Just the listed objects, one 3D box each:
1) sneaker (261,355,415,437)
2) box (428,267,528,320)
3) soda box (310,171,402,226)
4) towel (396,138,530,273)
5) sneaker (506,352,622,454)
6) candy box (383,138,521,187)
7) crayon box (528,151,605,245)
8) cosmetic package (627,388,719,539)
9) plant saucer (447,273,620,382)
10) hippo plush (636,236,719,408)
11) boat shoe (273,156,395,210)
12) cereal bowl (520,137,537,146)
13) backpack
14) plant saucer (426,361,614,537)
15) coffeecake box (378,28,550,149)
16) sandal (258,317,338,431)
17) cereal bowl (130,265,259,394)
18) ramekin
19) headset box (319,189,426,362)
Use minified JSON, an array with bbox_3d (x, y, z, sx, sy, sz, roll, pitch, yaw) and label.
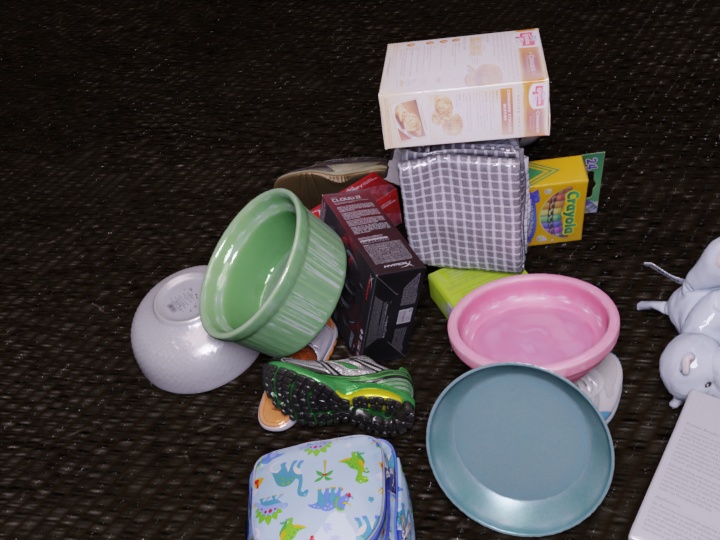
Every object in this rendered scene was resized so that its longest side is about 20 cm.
[{"bbox_3d":[-0.028,0.145,1.013,0.195,0.079,0.086,13,36,0],"label":"sneaker"},{"bbox_3d":[0.185,0.057,1.073,0.120,0.048,0.201,-23,45,-11],"label":"box"},{"bbox_3d":[-0.033,-0.064,1.225,0.198,0.071,0.063,-33,45,-20],"label":"soda box"},{"bbox_3d":[0.134,-0.086,1.052,0.161,0.203,0.087,6,47,20],"label":"towel"},{"bbox_3d":[0.237,0.153,0.943,0.199,0.082,0.076,-37,48,-25],"label":"sneaker"},{"bbox_3d":[0.138,-0.183,1.182,0.165,0.202,0.072,26,52,6],"label":"candy box"},{"bbox_3d":[0.245,-0.094,1.151,0.194,0.127,0.053,-7,52,5],"label":"crayon box"},{"bbox_3d":[0.355,0.233,0.845,0.100,0.072,0.201,20,53,29],"label":"cosmetic package"},{"bbox_3d":[0.201,0.075,0.954,0.195,0.052,0.202,-9,28,5],"label":"plant saucer"},{"bbox_3d":[0.405,0.067,0.937,0.196,0.162,0.162,16,49,25],"label":"hippo plush"},{"bbox_3d":[-0.040,-0.142,1.313,0.194,0.075,0.065,-2,33,5],"label":"boat shoe"},{"bbox_3d":[0.194,-0.231,1.289,0.194,0.086,0.200,7,10,-1],"label":"cereal bowl"},{"bbox_3d":[-0.034,0.279,0.830,0.178,0.149,0.203,-11,47,4],"label":"backpack"},{"bbox_3d":[0.168,0.184,0.865,0.195,0.205,0.036,6,20,18],"label":"plant saucer"},{"bbox_3d":[0.127,-0.225,1.002,0.194,0.074,0.155,-3,36,10],"label":"coffeecake box"},{"bbox_3d":[-0.083,0.110,1.070,0.077,0.060,0.209,3,46,15],"label":"sandal"},{"bbox_3d":[-0.228,0.065,1.131,0.194,0.085,0.203,-5,45,5],"label":"cereal bowl"},{"bbox_3d":[-0.107,0.009,1.031,0.198,0.097,0.204,-32,43,34],"label":"ramekin"},{"bbox_3d":[0.000,0.000,1.090,0.073,0.151,0.201,-8,41,-24],"label":"headset box"}]
